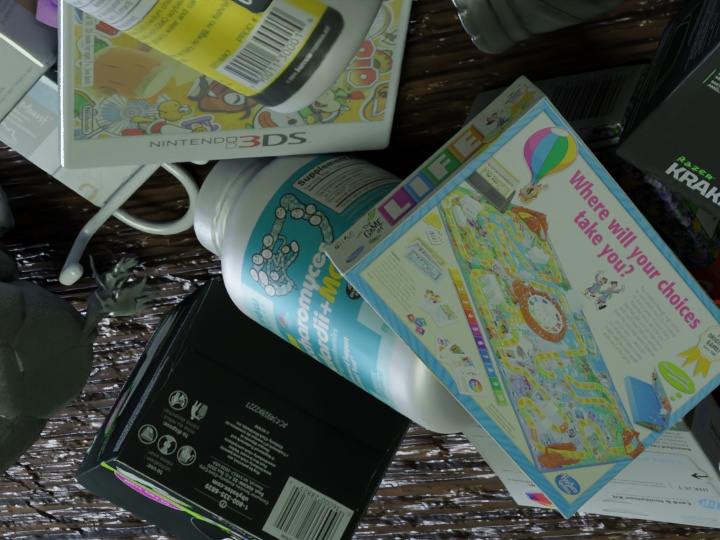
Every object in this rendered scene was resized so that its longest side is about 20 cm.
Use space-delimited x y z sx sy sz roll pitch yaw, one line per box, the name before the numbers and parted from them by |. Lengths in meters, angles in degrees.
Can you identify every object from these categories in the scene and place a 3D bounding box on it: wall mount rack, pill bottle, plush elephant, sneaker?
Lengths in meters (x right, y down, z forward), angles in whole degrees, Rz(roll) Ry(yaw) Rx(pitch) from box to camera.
wall mount rack | -0.170 -0.078 1.528 0.200 0.075 0.174 35 135 -15
pill bottle | -0.091 -0.165 1.224 0.200 0.114 0.114 28 146 -20
plush elephant | -0.248 0.030 1.658 0.155 0.200 0.165 24 138 43
sneaker | 0.069 -0.183 1.253 0.091 0.076 0.200 -10 148 21
pill bottle | 0.000 0.000 1.465 0.200 0.111 0.111 30 152 34

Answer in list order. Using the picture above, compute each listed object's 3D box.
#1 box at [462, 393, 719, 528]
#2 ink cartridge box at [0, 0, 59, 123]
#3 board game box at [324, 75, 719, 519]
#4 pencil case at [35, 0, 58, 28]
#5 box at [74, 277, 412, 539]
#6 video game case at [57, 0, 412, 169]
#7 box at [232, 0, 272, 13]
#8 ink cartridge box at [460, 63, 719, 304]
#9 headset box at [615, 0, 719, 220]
box | 0.133 0.088 1.547 0.156 0.041 0.200 4 152 28
ink cartridge box | -0.273 -0.140 1.426 0.200 0.050 0.162 38 137 -12
board game box | 0.095 0.017 1.360 0.200 0.134 0.034 48 -178 -29
pencil case | -0.139 -0.215 1.321 0.084 0.086 0.200 20 146 20
box | -0.072 0.103 1.603 0.148 0.124 0.200 30 168 -8
video game case | -0.065 -0.125 1.374 0.182 0.023 0.200 -4 144 -9
box | -0.088 -0.220 1.105 0.200 0.106 0.122 30 144 -6
ink cartridge box | 0.147 -0.019 1.429 0.109 0.050 0.200 -7 133 38
headset box | 0.248 -0.091 1.238 0.174 0.093 0.200 30 144 -8
